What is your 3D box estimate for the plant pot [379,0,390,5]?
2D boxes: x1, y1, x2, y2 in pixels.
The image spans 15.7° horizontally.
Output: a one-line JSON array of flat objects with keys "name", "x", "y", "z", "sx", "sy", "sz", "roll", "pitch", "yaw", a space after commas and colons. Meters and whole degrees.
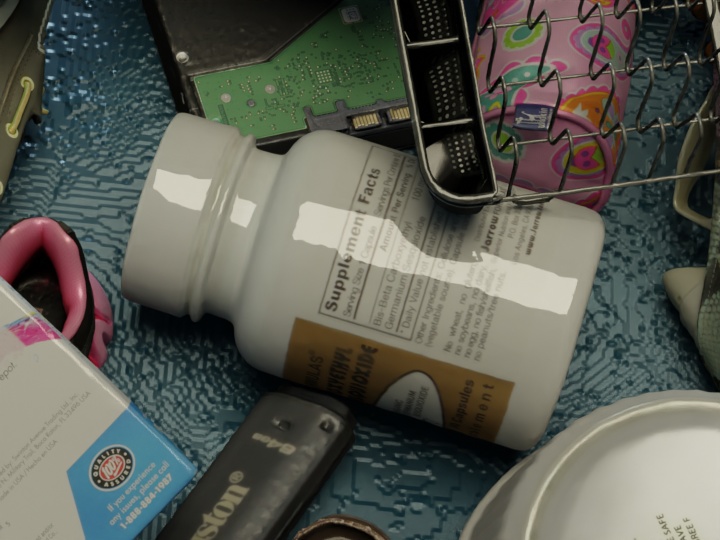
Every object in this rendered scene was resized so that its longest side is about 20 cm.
[{"name": "plant pot", "x": -0.018, "y": -0.231, "z": 1.222, "sx": 0.188, "sy": 0.200, "sz": 0.200, "roll": 38, "pitch": 62, "yaw": -4}]

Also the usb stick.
[{"name": "usb stick", "x": -0.071, "y": 0.131, "z": 1.134, "sx": 0.055, "sy": 0.033, "sz": 0.200, "roll": 11, "pitch": 52, "yaw": 39}]

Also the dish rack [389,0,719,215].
[{"name": "dish rack", "x": 0.112, "y": -0.105, "z": 1.135, "sx": 0.200, "sy": 0.055, "sz": 0.154, "roll": -8, "pitch": 76, "yaw": -6}]

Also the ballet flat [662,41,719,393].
[{"name": "ballet flat", "x": 0.179, "y": -0.018, "z": 1.227, "sx": 0.071, "sy": 0.069, "sz": 0.200, "roll": 3, "pitch": 85, "yaw": 35}]

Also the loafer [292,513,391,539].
[{"name": "loafer", "x": -0.030, "y": 0.185, "z": 1.094, "sx": 0.073, "sy": 0.071, "sz": 0.200, "roll": 22, "pitch": 61, "yaw": 4}]

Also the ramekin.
[{"name": "ramekin", "x": 0.140, "y": 0.143, "z": 1.119, "sx": 0.202, "sy": 0.094, "sz": 0.203, "roll": 2, "pitch": 65, "yaw": -5}]

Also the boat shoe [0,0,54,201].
[{"name": "boat shoe", "x": -0.183, "y": -0.075, "z": 1.223, "sx": 0.060, "sy": 0.072, "sz": 0.202, "roll": 45, "pitch": 42, "yaw": -28}]

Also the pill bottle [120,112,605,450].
[{"name": "pill bottle", "x": 0.000, "y": 0.000, "z": 1.175, "sx": 0.200, "sy": 0.114, "sz": 0.114, "roll": 17, "pitch": 60, "yaw": 2}]

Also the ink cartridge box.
[{"name": "ink cartridge box", "x": -0.177, "y": 0.052, "z": 1.058, "sx": 0.200, "sy": 0.068, "sz": 0.115, "roll": 44, "pitch": 85, "yaw": -3}]

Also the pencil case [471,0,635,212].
[{"name": "pencil case", "x": 0.090, "y": -0.117, "z": 1.255, "sx": 0.087, "sy": 0.087, "sz": 0.200, "roll": 12, "pitch": 52, "yaw": -1}]

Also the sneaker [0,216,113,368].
[{"name": "sneaker", "x": -0.151, "y": 0.065, "z": 1.131, "sx": 0.079, "sy": 0.095, "sz": 0.200, "roll": 7, "pitch": 62, "yaw": -6}]

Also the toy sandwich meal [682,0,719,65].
[{"name": "toy sandwich meal", "x": 0.236, "y": -0.183, "z": 1.262, "sx": 0.205, "sy": 0.205, "sz": 0.070, "roll": -28, "pitch": 58, "yaw": -21}]

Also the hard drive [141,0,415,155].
[{"name": "hard drive", "x": -0.039, "y": -0.144, "z": 1.294, "sx": 0.140, "sy": 0.038, "sz": 0.200, "roll": -13, "pitch": 63, "yaw": -14}]
